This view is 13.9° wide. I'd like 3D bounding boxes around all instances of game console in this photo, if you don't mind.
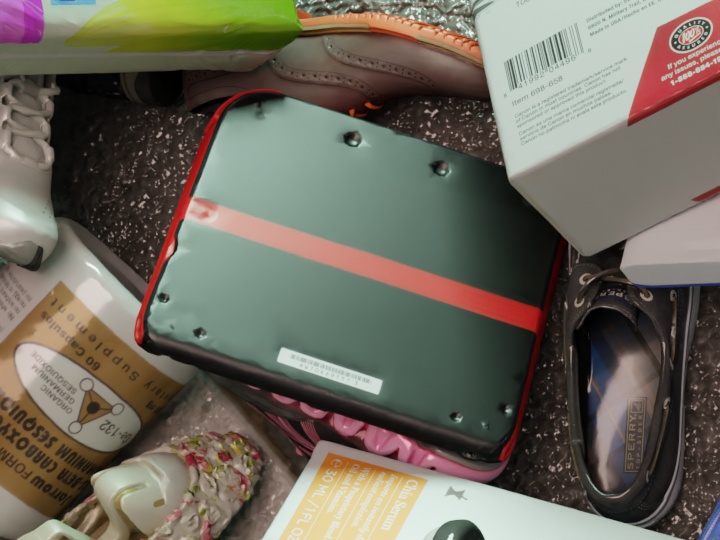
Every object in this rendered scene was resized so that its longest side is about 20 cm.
[{"bbox_3d":[0.000,0.000,1.515,0.200,0.031,0.177,18,57,-1],"label":"game console"}]

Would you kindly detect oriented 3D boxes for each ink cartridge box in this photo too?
[{"bbox_3d":[0.138,-0.130,1.495,0.144,0.084,0.200,-27,48,20],"label":"ink cartridge box"}]

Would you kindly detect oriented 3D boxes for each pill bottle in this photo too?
[{"bbox_3d":[-0.189,0.079,1.577,0.200,0.114,0.114,-46,68,3],"label":"pill bottle"}]

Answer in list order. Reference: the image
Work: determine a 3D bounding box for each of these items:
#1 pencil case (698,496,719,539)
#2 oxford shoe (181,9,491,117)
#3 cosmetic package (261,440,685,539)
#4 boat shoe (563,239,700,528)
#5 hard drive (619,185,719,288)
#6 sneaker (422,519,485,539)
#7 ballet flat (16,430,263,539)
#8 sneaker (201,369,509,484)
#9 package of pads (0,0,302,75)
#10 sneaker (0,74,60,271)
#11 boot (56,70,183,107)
[{"bbox_3d":[0.224,0.078,1.461,0.087,0.078,0.200,21,82,-15],"label":"pencil case"},{"bbox_3d":[-0.005,-0.103,1.593,0.200,0.071,0.073,9,89,28],"label":"oxford shoe"},{"bbox_3d":[0.053,0.163,1.447,0.200,0.071,0.101,14,42,15],"label":"cosmetic package"},{"bbox_3d":[0.132,0.031,1.511,0.070,0.066,0.200,0,77,18],"label":"boat shoe"},{"bbox_3d":[0.213,-0.085,1.490,0.132,0.025,0.200,-3,58,32],"label":"hard drive"},{"bbox_3d":[0.003,0.205,1.382,0.108,0.067,0.201,9,112,23],"label":"sneaker"},{"bbox_3d":[-0.137,0.144,1.543,0.200,0.064,0.076,-41,46,-13],"label":"ballet flat"},{"bbox_3d":[-0.022,0.072,1.530,0.200,0.095,0.079,32,50,9],"label":"sneaker"},{"bbox_3d":[-0.141,-0.182,1.533,0.200,0.068,0.155,-2,72,-28],"label":"package of pads"},{"bbox_3d":[-0.196,-0.078,1.555,0.087,0.075,0.200,-44,44,14],"label":"sneaker"},{"bbox_3d":[-0.164,-0.191,1.659,0.154,0.073,0.204,1,76,21],"label":"boot"}]
